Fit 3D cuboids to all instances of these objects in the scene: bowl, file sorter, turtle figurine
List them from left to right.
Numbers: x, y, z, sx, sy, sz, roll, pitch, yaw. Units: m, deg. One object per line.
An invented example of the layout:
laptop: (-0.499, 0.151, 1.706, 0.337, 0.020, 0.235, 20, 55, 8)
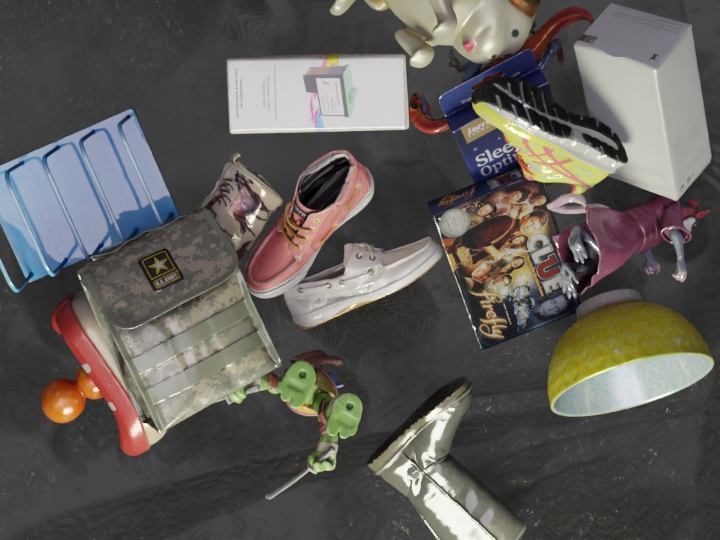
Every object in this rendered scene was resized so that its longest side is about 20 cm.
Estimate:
file sorter: (-0.329, -0.078, 1.696, 0.198, 0.123, 0.140, -23, 101, 3)
turtle figurine: (-0.082, 0.177, 1.703, 0.198, 0.194, 0.145, -24, 87, -17)
bowl: (0.304, 0.087, 1.741, 0.198, 0.200, 0.109, -14, 69, 1)

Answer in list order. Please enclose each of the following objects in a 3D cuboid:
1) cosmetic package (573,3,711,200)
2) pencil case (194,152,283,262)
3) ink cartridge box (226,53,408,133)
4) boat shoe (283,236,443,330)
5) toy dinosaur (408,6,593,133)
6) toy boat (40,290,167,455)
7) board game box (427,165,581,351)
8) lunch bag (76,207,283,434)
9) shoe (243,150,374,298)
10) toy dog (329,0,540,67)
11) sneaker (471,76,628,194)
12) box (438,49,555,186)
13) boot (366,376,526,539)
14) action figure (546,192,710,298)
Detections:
cosmetic package: (0.316, -0.187, 1.653, 0.081, 0.112, 0.201, -45, 140, -24)
pencil case: (-0.174, -0.039, 1.731, 0.089, 0.078, 0.201, 33, 99, -31)
ink cartridge box: (-0.048, -0.201, 1.670, 0.197, 0.145, 0.085, -1, 98, -2)
boat shoe: (0.000, 0.000, 1.749, 0.198, 0.071, 0.070, -26, 101, 4)
toy dinosaur: (0.140, -0.225, 1.678, 0.181, 0.200, 0.105, -40, 84, -26)
toy boat: (-0.312, 0.131, 1.729, 0.130, 0.131, 0.201, -33, 100, -1)
board game box: (0.172, -0.015, 1.738, 0.134, 0.035, 0.202, -22, 121, 1)
lunch bag: (-0.202, 0.048, 1.633, 0.163, 0.117, 0.202, -27, 100, -17)
shoe: (-0.070, -0.056, 1.713, 0.200, 0.091, 0.072, -45, 71, 1)
toy dog: (0.094, -0.300, 1.605, 0.199, 0.194, 0.140, 34, 135, -1)
sneaker: (0.194, -0.137, 1.622, 0.198, 0.079, 0.090, 26, 128, -24)
box: (0.170, -0.153, 1.685, 0.120, 0.033, 0.201, -27, 141, 4)
boot: (0.129, 0.252, 1.804, 0.200, 0.073, 0.182, 44, 110, -3)
action figure: (0.312, -0.049, 1.718, 0.198, 0.134, 0.150, -26, 94, -19)
